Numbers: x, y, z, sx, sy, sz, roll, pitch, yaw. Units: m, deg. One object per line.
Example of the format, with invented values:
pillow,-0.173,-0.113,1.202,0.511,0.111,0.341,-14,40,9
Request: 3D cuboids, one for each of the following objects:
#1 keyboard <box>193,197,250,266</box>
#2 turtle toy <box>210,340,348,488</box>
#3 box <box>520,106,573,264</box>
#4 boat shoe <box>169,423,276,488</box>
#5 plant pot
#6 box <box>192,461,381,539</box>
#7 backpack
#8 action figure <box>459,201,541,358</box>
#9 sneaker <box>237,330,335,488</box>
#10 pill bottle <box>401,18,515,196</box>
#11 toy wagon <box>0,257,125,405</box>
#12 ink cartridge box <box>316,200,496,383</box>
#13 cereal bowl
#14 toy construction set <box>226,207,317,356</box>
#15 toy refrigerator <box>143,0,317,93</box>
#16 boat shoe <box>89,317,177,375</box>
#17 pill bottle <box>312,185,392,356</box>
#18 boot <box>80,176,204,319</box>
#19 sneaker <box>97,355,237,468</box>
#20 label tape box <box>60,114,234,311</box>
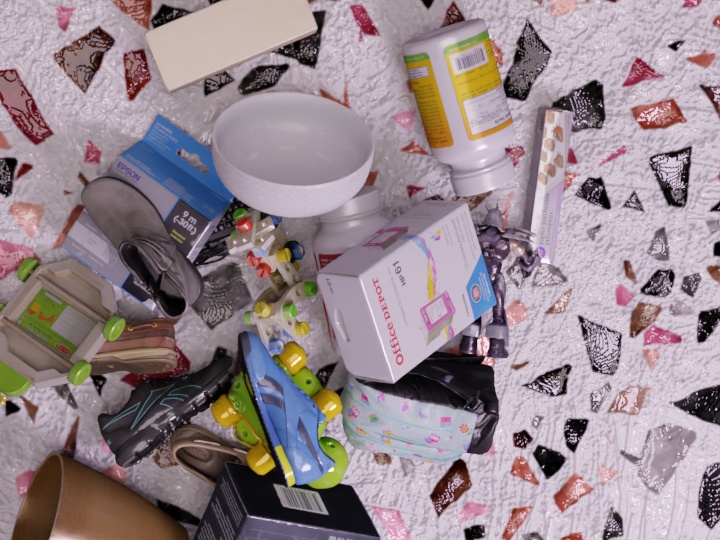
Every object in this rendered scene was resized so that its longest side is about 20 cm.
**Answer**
keyboard,-0.205,-0.053,1.577,0.198,0.040,0.105,-22,103,-1
turtle toy,-0.091,0.196,1.603,0.145,0.101,0.201,-38,83,-1
box,0.243,-0.111,1.621,0.038,0.041,0.203,4,101,-8
boat shoe,-0.162,0.270,1.639,0.198,0.065,0.072,23,99,-11
plant pot,-0.329,0.351,1.593,0.198,0.186,0.188,22,99,-26
box,-0.111,0.377,1.605,0.198,0.124,0.198,15,110,-27
backpack,0.073,0.172,1.605,0.197,0.167,0.128,8,106,-3
action figure,0.165,0.009,1.611,0.129,0.069,0.203,10,103,23
sneaker,-0.092,0.163,1.528,0.078,0.066,0.202,-21,83,-11
pill bottle,0.129,-0.202,1.550,0.110,0.111,0.202,-18,104,-3
toy wagon,-0.393,0.081,1.533,0.154,0.040,0.201,31,73,15
ink cartridge box,0.058,0.023,1.500,0.199,0.084,0.146,-34,114,-33
cereal bowl,-0.084,-0.130,1.510,0.197,0.201,0.084,1,130,-7
toy construction set,-0.119,-0.003,1.534,0.091,0.132,0.201,4,137,22
toy refrigerator,-0.157,-0.291,1.518,0.198,0.070,0.077,-24,97,-2
boat shoe,-0.332,0.093,1.585,0.197,0.072,0.068,-1,69,1
pill bottle,0.000,0.000,1.576,0.111,0.112,0.203,-12,104,-4
boot,-0.257,-0.033,1.440,0.068,0.131,0.200,-42,90,3
sneaker,-0.249,0.165,1.601,0.199,0.076,0.079,-37,76,-13
label tape box,-0.255,-0.073,1.535,0.143,0.066,0.201,35,96,2
